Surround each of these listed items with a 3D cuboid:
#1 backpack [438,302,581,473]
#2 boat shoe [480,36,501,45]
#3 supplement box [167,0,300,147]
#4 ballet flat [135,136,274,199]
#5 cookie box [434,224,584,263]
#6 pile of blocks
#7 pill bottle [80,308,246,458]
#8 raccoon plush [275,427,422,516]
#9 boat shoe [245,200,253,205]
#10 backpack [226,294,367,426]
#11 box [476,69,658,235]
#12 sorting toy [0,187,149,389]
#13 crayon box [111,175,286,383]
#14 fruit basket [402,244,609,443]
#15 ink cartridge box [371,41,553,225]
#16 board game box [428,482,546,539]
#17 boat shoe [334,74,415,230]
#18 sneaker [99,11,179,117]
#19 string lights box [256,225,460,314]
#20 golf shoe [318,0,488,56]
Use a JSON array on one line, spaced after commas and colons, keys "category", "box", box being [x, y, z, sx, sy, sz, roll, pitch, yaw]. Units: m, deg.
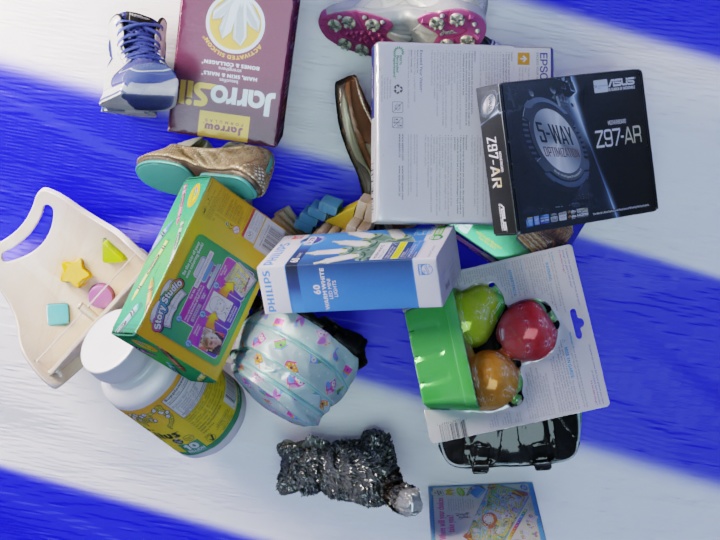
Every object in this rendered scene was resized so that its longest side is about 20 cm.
[{"category": "backpack", "box": [0.171, 0.123, 1.568, 0.177, 0.151, 0.201, -3, 96, 4]}, {"category": "boat shoe", "box": [0.092, -0.185, 1.519, 0.068, 0.072, 0.200, 29, 86, -10]}, {"category": "supplement box", "box": [-0.142, -0.252, 1.512, 0.131, 0.103, 0.200, 7, 104, -1]}, {"category": "ballet flat", "box": [-0.175, -0.122, 1.547, 0.200, 0.065, 0.071, 11, 146, 36]}, {"category": "cookie box", "box": [0.187, -0.106, 1.529, 0.171, 0.075, 0.200, 33, 86, -6]}, {"category": "pile of blocks", "box": [-0.066, -0.035, 1.549, 0.200, 0.062, 0.082, -31, 103, 30]}, {"category": "pill bottle", "box": [-0.231, 0.130, 1.560, 0.113, 0.113, 0.200, -34, 135, 9]}, {"category": "raccoon plush", "box": [-0.021, 0.240, 1.589, 0.134, 0.200, 0.097, 0, 87, -19]}, {"category": "boat shoe", "box": [-0.175, 0.000, 1.583, 0.074, 0.086, 0.202, 20, 103, -3]}, {"category": "backpack", "box": [-0.073, 0.108, 1.541, 0.167, 0.200, 0.127, 29, 80, -9]}, {"category": "box", "box": [0.226, -0.129, 1.440, 0.200, 0.044, 0.161, -9, 95, -30]}, {"category": "sorting toy", "box": [-0.350, 0.002, 1.589, 0.180, 0.107, 0.200, 44, 102, -1]}, {"category": "crayon box", "box": [-0.178, 0.010, 1.485, 0.119, 0.058, 0.200, 36, 69, -33]}, {"category": "fruit basket", "box": [0.155, 0.081, 1.467, 0.200, 0.094, 0.186, -13, 77, 1]}, {"category": "ink cartridge box", "box": [0.111, -0.148, 1.464, 0.199, 0.043, 0.197, 1, 89, -9]}, {"category": "board game box", "box": [0.149, 0.310, 1.591, 0.134, 0.200, 0.034, -2, 104, 3]}, {"category": "boat shoe", "box": [0.025, -0.135, 1.556, 0.074, 0.076, 0.200, -19, 112, -1]}, {"category": "sneaker", "box": [-0.252, -0.235, 1.484, 0.080, 0.199, 0.115, 2, 92, -17]}, {"category": "string lights box", "box": [0.000, 0.000, 1.449, 0.200, 0.103, 0.059, -3, 111, 17]}, {"category": "golf shoe", "box": [0.052, -0.295, 1.520, 0.200, 0.092, 0.075, 3, 146, 18]}]
